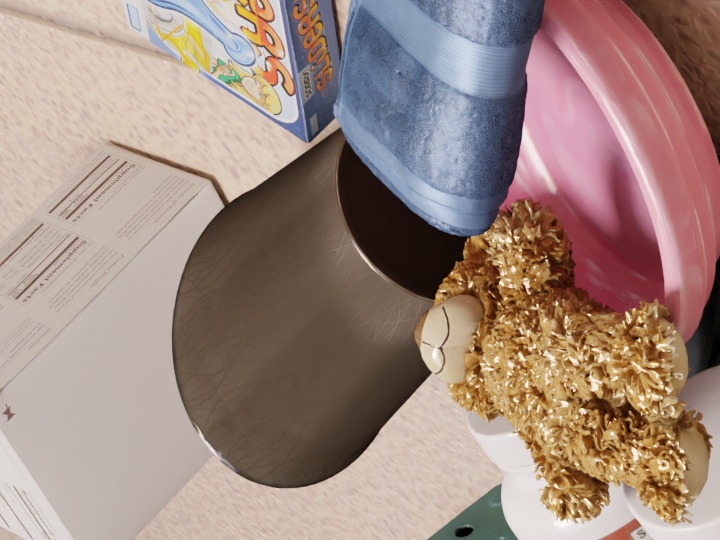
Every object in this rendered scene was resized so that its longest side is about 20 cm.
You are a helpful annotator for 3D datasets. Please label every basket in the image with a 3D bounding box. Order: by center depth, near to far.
[{"bbox_3d":[0.000,0.000,1.475,0.135,0.181,0.200,20,153,-16],"label":"basket"}]

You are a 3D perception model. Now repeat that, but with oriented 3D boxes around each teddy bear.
[{"bbox_3d":[0.086,0.045,1.283,0.200,0.067,0.146,43,152,42],"label":"teddy bear"}]

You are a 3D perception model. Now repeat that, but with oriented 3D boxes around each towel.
[{"bbox_3d":[0.035,-0.120,1.214,0.112,0.048,0.201,48,139,43],"label":"towel"}]

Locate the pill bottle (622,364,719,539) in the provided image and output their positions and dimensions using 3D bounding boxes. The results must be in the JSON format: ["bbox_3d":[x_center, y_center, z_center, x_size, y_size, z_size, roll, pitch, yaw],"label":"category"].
[{"bbox_3d":[0.213,0.139,1.348,0.114,0.115,0.200,12,152,51],"label":"pill bottle"}]

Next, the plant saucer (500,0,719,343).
[{"bbox_3d":[0.100,-0.056,1.284,0.201,0.051,0.201,52,161,27],"label":"plant saucer"}]

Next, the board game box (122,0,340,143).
[{"bbox_3d":[-0.075,-0.167,1.459,0.135,0.034,0.200,33,154,26],"label":"board game box"}]

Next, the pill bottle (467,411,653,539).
[{"bbox_3d":[0.142,0.127,1.450,0.200,0.112,0.112,53,156,-21],"label":"pill bottle"}]

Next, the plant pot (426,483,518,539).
[{"bbox_3d":[0.103,0.229,1.571,0.141,0.141,0.201,16,132,48],"label":"plant pot"}]

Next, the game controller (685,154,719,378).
[{"bbox_3d":[0.193,0.021,1.336,0.104,0.042,0.200,23,153,12],"label":"game controller"}]

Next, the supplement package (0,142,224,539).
[{"bbox_3d":[-0.158,0.053,1.754,0.111,0.200,0.156,20,148,45],"label":"supplement package"}]
